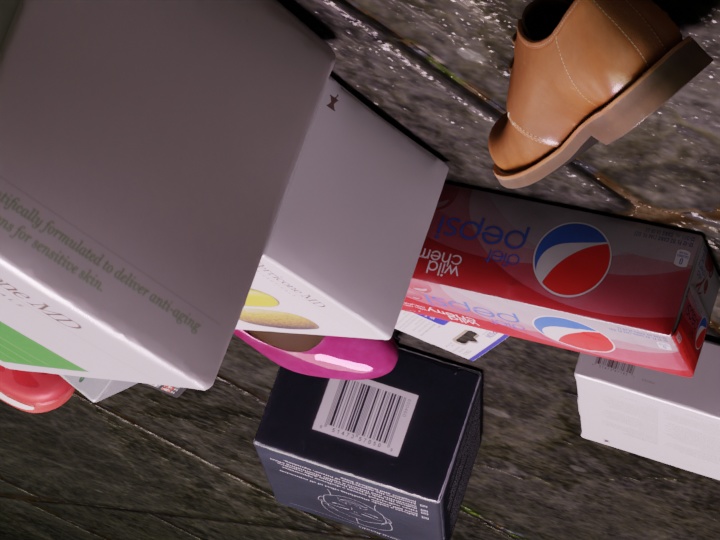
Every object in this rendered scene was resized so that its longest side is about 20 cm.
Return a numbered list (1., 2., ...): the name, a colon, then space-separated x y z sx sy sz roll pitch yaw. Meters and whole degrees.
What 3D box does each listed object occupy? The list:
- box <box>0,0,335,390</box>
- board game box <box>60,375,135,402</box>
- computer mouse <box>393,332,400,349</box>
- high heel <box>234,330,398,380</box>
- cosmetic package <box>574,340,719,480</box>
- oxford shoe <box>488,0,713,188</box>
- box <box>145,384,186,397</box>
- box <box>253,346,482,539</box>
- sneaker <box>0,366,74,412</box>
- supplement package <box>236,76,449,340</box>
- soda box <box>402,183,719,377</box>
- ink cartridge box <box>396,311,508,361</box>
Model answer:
1. box: -0.156 -0.072 1.114 0.170 0.201 0.199 2 155 42
2. board game box: -0.215 -0.006 1.458 0.199 0.064 0.148 37 -175 3
3. computer mouse: -0.067 0.027 1.622 0.198 0.034 0.059 19 163 2
4. high heel: -0.068 0.017 1.534 0.199 0.068 0.096 31 176 11
5. cosmetic package: 0.240 0.096 1.446 0.198 0.052 0.151 17 161 12
6. oxford shoe: 0.096 -0.090 1.033 0.071 0.071 0.200 49 161 -1
7. box: -0.192 0.036 1.769 0.157 0.049 0.200 22 163 -9
8. box: 0.011 0.131 1.731 0.147 0.108 0.200 17 163 8
9. sneaker: -0.272 0.006 1.608 0.200 0.078 0.116 50 161 9
10. supplement package: -0.068 -0.036 1.285 0.199 0.110 0.113 2 156 47
11. soda box: 0.100 0.001 1.289 0.198 0.064 0.070 12 162 24
12. ink cartridge box: 0.000 0.000 1.453 0.199 0.037 0.095 25 163 -7
